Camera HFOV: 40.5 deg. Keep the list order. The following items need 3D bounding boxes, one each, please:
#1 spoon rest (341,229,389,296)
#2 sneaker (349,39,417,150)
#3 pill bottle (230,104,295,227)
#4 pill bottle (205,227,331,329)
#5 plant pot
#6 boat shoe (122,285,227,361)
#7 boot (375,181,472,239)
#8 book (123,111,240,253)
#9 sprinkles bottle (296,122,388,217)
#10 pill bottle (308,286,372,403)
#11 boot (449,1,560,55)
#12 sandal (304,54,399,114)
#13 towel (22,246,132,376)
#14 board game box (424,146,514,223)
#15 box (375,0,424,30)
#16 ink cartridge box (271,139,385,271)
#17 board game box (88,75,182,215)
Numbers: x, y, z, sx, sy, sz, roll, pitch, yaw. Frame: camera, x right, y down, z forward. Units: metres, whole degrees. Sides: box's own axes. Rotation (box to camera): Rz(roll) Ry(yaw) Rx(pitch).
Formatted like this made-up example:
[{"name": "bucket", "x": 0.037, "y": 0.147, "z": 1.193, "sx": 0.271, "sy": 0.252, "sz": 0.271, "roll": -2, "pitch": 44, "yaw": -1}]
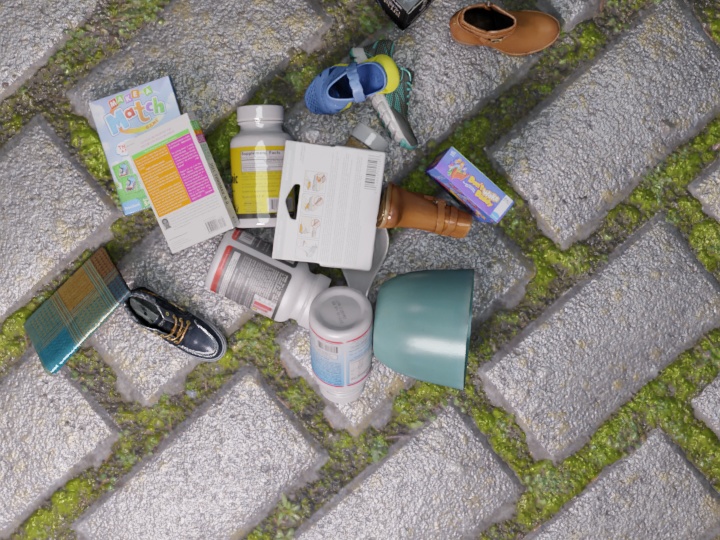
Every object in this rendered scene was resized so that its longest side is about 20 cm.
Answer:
[{"name": "spoon rest", "x": 0.000, "y": 0.000, "z": 1.706, "sx": 0.097, "sy": 0.061, "sz": 0.205, "roll": 1, "pitch": 95, "yaw": -1}, {"name": "sneaker", "x": 0.060, "y": -0.308, "z": 1.681, "sx": 0.090, "sy": 0.078, "sz": 0.203, "roll": -28, "pitch": 95, "yaw": -3}, {"name": "pill bottle", "x": -0.167, "y": -0.176, "z": 1.666, "sx": 0.109, "sy": 0.111, "sz": 0.205, "roll": -1, "pitch": 93, "yaw": -1}, {"name": "pill bottle", "x": -0.157, "y": 0.017, "z": 1.676, "sx": 0.197, "sy": 0.116, "sz": 0.118, "roll": 25, "pitch": 93, "yaw": -2}, {"name": "plant pot", "x": 0.106, "y": 0.092, "z": 1.653, "sx": 0.157, "sy": 0.200, "sz": 0.205, "roll": 5, "pitch": 94, "yaw": 9}, {"name": "boat shoe", "x": -0.324, "y": 0.099, "z": 1.692, "sx": 0.198, "sy": 0.091, "sz": 0.072, "roll": 32, "pitch": 93, "yaw": -3}, {"name": "boot", "x": 0.109, "y": -0.087, "z": 1.631, "sx": 0.153, "sy": 0.200, "sz": 0.078, "roll": 20, "pitch": 96, "yaw": 6}, {"name": "book", "x": -0.297, "y": -0.146, "z": 1.638, "sx": 0.132, "sy": 0.048, "sz": 0.203, "roll": -19, "pitch": 96, "yaw": 25}, {"name": "sprinkles bottle", "x": -0.031, "y": -0.155, "z": 1.691, "sx": 0.068, "sy": 0.068, "sz": 0.202, "roll": 34, "pitch": 93, "yaw": -3}, {"name": "pill bottle", "x": -0.032, "y": 0.131, "z": 1.647, "sx": 0.106, "sy": 0.110, "sz": 0.202, "roll": 0, "pitch": 137, "yaw": -1}, {"name": "boot", "x": 0.247, "y": -0.412, "z": 1.626, "sx": 0.196, "sy": 0.155, "sz": 0.078, "roll": 7, "pitch": 93, "yaw": -1}, {"name": "sandal", "x": -0.031, "y": -0.307, "z": 1.630, "sx": 0.087, "sy": 0.198, "sz": 0.081, "roll": -29, "pitch": 100, "yaw": -42}, {"name": "towel", "x": -0.486, "y": 0.068, "z": 1.679, "sx": 0.200, "sy": 0.022, "sz": 0.147, "roll": -44, "pitch": 49, "yaw": 1}, {"name": "board game box", "x": 0.177, "y": -0.140, "z": 1.629, "sx": 0.134, "sy": 0.200, "sz": 0.045, "roll": 41, "pitch": 92, "yaw": -4}, {"name": "box", "x": 0.039, "y": -0.513, "z": 1.620, "sx": 0.086, "sy": 0.164, "sz": 0.200, "roll": -42, "pitch": 94, "yaw": 2}, {"name": "ink cartridge box", "x": -0.054, "y": -0.110, "z": 1.637, "sx": 0.170, "sy": 0.044, "sz": 0.204, "roll": 6, "pitch": 98, "yaw": -10}, {"name": "board game box", "x": -0.369, "y": -0.216, "z": 1.697, "sx": 0.149, "sy": 0.037, "sz": 0.204, "roll": -18, "pitch": 93, "yaw": 1}]
